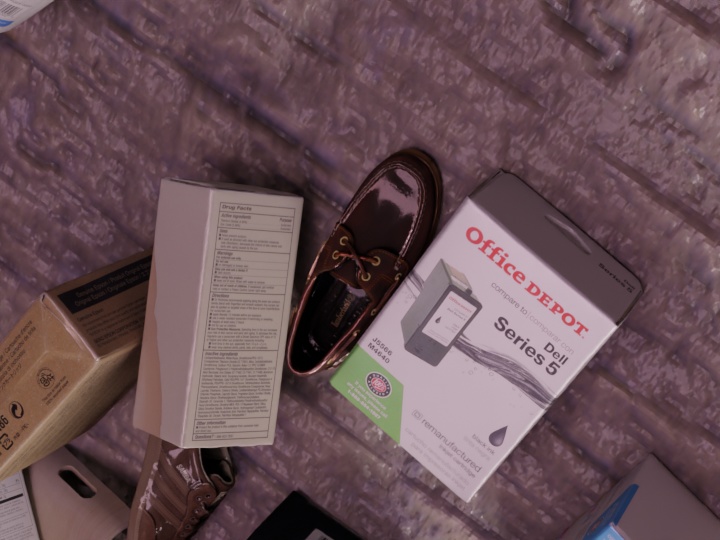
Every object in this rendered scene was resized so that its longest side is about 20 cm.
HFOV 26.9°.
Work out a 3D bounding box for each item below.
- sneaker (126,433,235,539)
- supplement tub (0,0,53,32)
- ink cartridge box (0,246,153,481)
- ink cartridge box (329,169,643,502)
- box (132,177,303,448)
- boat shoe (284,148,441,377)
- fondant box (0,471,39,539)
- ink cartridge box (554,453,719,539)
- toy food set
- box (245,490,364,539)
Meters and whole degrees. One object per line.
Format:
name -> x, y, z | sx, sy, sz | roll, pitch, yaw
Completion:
sneaker -> -0.151, 0.194, 1.311 | 0.075, 0.070, 0.202 | 19, 115, 17
supplement tub -> -0.244, -0.282, 1.154 | 0.199, 0.132, 0.133 | -26, 95, 29
ink cartridge box -> -0.244, 0.081, 1.260 | 0.075, 0.165, 0.200 | 49, 120, 6
ink cartridge box -> 0.093, 0.049, 1.137 | 0.145, 0.084, 0.201 | 40, 119, 8
box -> -0.112, 0.032, 1.184 | 0.077, 0.094, 0.202 | 13, 96, 50
boat shoe -> 0.000, 0.000, 1.173 | 0.070, 0.070, 0.201 | 31, 117, 13
fondant box -> -0.367, 0.222, 1.391 | 0.144, 0.058, 0.202 | -15, 89, 43
ink cartridge box -> 0.185, 0.266, 1.143 | 0.125, 0.128, 0.200 | 44, 119, 5
toy food set -> -0.275, 0.272, 1.400 | 0.143, 0.060, 0.202 | 35, 119, 34
box -> -0.057, 0.321, 1.290 | 0.147, 0.104, 0.201 | 33, 119, 11
